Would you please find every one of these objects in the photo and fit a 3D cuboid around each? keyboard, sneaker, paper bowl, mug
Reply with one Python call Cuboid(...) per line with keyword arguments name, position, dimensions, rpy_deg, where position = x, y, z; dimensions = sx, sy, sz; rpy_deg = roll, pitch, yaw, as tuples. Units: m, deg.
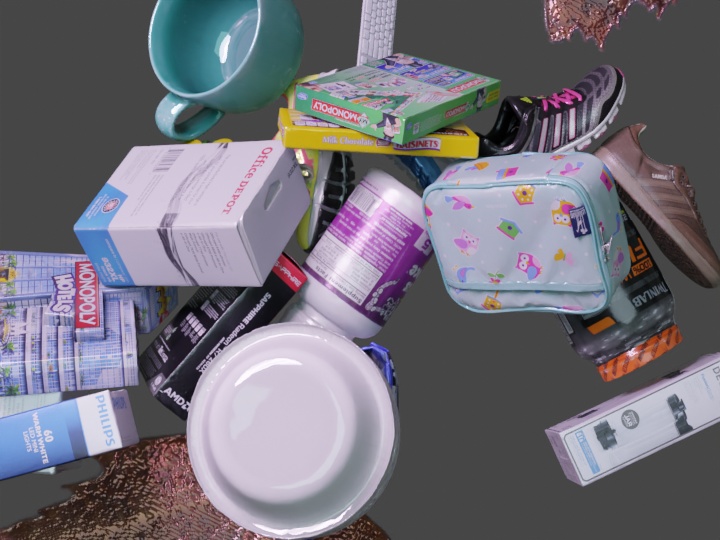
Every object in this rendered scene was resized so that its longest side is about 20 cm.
Cuboid(name="keyboard", position=(0.019, -0.270, 1.390), dimensions=(0.011, 0.056, 0.203), rpy_deg=(1, 84, 35))
Cuboid(name="sneaker", position=(-0.058, -0.120, 1.372), dimensions=(0.089, 0.078, 0.203), rpy_deg=(4, 88, 23))
Cuboid(name="sneaker", position=(0.098, -0.116, 1.366), dimensions=(0.086, 0.075, 0.201), rpy_deg=(-36, 90, -16))
Cuboid(name="paper bowl", position=(-0.064, 0.149, 1.161), dimensions=(0.198, 0.104, 0.203), rpy_deg=(-2, 77, 8))
Cuboid(name="sneaker", position=(0.342, -0.074, 1.357), dimensions=(0.075, 0.070, 0.200), rpy_deg=(-40, 86, -4))
Cuboid(name="sneaker", position=(0.201, -0.167, 1.352), dimensions=(0.199, 0.074, 0.088), rpy_deg=(-39, 119, 1))
Cuboid(name="mug", position=(-0.149, -0.241, 1.350), dimensions=(0.184, 0.114, 0.154), rpy_deg=(-29, 69, 26))

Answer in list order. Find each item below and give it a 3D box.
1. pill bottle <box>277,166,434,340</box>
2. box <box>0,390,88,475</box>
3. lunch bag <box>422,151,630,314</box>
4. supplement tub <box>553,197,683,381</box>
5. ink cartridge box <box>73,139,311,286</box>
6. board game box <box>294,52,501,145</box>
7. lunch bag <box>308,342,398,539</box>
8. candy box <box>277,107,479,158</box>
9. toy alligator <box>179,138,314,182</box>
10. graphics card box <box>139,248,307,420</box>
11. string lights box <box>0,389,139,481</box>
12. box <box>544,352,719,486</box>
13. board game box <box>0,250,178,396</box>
Cuboid(name="pill bottle", position=(0.000, 0.000, 1.330), dimensions=(0.112, 0.112, 0.201), rpy_deg=(35, 93, 4))
Cuboid(name="box", position=(-0.403, 0.158, 1.317), dimensions=(0.197, 0.124, 0.099), rpy_deg=(4, 85, 1))
Cuboid(name="lunch bag", position=(0.167, -0.032, 1.234), dimensions=(0.198, 0.077, 0.162), rpy_deg=(1, 119, 36))
Cuboid(name="supplement tub", position=(0.254, 0.008, 1.324), dimensions=(0.122, 0.123, 0.201), rpy_deg=(-29, 85, -2))
Cuboid(name="ink cartridge box", position=(-0.171, -0.059, 1.286), dimensions=(0.198, 0.084, 0.146), rpy_deg=(0, 40, 25))
Cuboid(name="board game box", position=(0.042, -0.184, 1.296), dimensions=(0.134, 0.199, 0.029), rpy_deg=(22, 119, 28))
Cuboid(name="lunch bag", position=(-0.024, 0.172, 1.288), dimensions=(0.123, 0.170, 0.201), rpy_deg=(32, 84, 8))
Cuboid(name="candy box", position=(0.016, -0.142, 1.277), dimensions=(0.197, 0.102, 0.027), rpy_deg=(3, 105, -8))
Cuboid(name="toy alligator", position=(-0.134, -0.120, 1.361), dimensions=(0.198, 0.060, 0.055), rpy_deg=(1, 44, 22))
Cuboid(name="graphics card box", position=(-0.151, 0.054, 1.322), dimensions=(0.051, 0.125, 0.200), rpy_deg=(44, 85, -23))
Cuboid(name="string lights box", position=(-0.324, 0.167, 1.202), dimensions=(0.198, 0.103, 0.060), rpy_deg=(-15, 85, -2))
Cuboid(name="box", position=(0.303, 0.156, 1.313), dimensions=(0.198, 0.117, 0.061), rpy_deg=(-25, 85, -2))
Cuboid(name="board game box", position=(-0.289, 0.045, 1.313), dimensions=(0.197, 0.201, 0.062), rpy_deg=(-5, 121, -11))
